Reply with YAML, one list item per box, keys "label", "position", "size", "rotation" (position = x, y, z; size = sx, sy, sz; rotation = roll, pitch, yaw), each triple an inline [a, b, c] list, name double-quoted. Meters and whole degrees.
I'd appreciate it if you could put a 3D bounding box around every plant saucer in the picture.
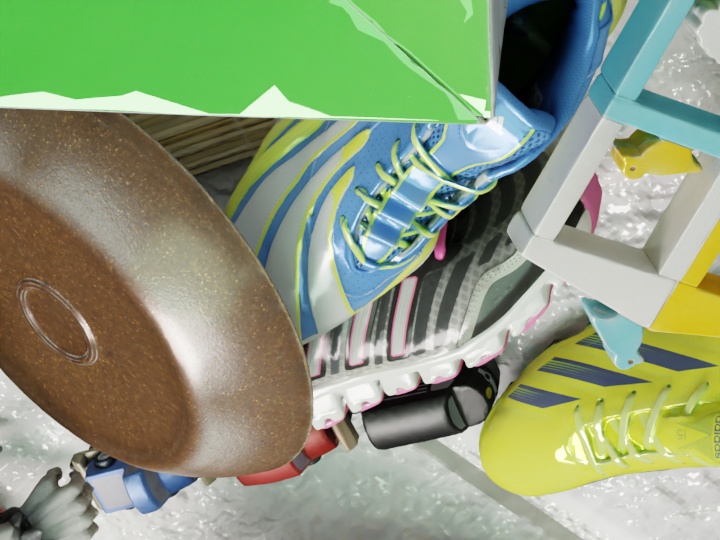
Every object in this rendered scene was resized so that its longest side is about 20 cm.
- label: "plant saucer"
  position: [-0.105, 0.010, 0.955]
  size: [0.200, 0.037, 0.201]
  rotation: [33, 149, 23]

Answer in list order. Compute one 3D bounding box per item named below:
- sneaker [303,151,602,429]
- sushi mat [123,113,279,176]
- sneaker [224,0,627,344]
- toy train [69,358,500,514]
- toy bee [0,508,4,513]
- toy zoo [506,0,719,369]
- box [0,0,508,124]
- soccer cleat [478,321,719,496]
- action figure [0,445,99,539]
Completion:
- label: "sneaker"
  position: [0.000, 0.000, 0.990]
  size: [0.200, 0.074, 0.087]
  rotation: [-28, 119, 27]
- label: "sushi mat"
  position: [-0.099, -0.068, 0.989]
  size: [0.200, 0.012, 0.096]
  rotation: [-17, 124, 21]
- label: "sneaker"
  position: [0.017, -0.047, 0.893]
  size: [0.076, 0.105, 0.200]
  rotation: [39, 97, -7]
- label: "toy train"
  position: [-0.036, 0.071, 1.067]
  size: [0.200, 0.046, 0.034]
  rotation: [-15, 124, 19]
- label: "toy bee"
  position: [-0.143, 0.211, 1.154]
  size: [0.131, 0.109, 0.200]
  rotation: [-35, 116, 27]
- label: "toy zoo"
  position: [0.141, -0.048, 0.913]
  size: [0.131, 0.020, 0.200]
  rotation: [16, 116, -27]
- label: "box"
  position: [-0.048, -0.130, 0.829]
  size: [0.200, 0.177, 0.097]
  rotation: [3, 124, 7]
- label: "soccer cleat"
  position: [0.135, 0.054, 1.005]
  size: [0.200, 0.084, 0.065]
  rotation: [-20, 122, 21]
- label: "action figure"
  position: [-0.173, 0.082, 1.011]
  size: [0.102, 0.200, 0.119]
  rotation: [-35, 83, -1]
